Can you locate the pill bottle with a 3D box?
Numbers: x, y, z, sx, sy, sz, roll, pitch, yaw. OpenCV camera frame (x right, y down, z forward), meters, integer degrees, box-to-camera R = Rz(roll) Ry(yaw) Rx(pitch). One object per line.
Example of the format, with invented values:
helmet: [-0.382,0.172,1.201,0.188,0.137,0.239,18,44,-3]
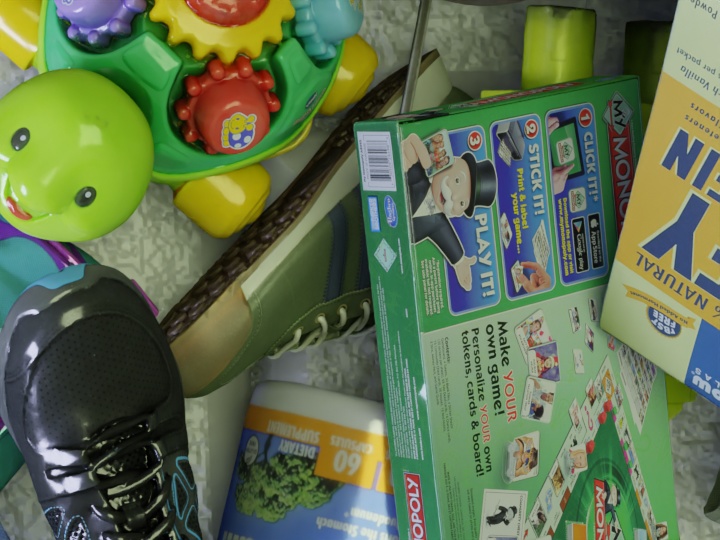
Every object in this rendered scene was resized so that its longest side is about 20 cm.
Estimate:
pill bottle: [-0.013,0.154,1.075,0.112,0.112,0.201,14,85,-13]

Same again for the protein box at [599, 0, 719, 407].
protein box: [0.216,-0.059,1.001,0.135,0.199,0.200,34,53,21]

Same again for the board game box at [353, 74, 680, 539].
board game box: [0.066,0.030,1.038,0.134,0.029,0.201,-13,101,-40]

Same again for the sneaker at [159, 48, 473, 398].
sneaker: [0.000,0.000,1.088,0.090,0.067,0.200,48,60,-12]

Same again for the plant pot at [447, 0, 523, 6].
plant pot: [0.064,-0.193,1.015,0.200,0.183,0.201,2,80,-10]

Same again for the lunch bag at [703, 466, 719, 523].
lunch bag: [0.262,0.055,1.139,0.164,0.118,0.200,32,51,-8]

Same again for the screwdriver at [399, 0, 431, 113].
screwdriver: [0.033,-0.122,1.104,0.029,0.028,0.201,14,65,-19]

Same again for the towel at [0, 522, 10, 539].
towel: [-0.201,0.188,1.014,0.024,0.147,0.200,32,66,33]

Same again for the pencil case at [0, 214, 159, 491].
pencil case: [-0.175,0.070,1.044,0.200,0.092,0.085,-51,126,-11]

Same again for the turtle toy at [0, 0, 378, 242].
turtle toy: [-0.079,-0.088,1.050,0.146,0.101,0.200,41,68,-4]

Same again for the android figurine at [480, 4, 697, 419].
android figurine: [0.100,-0.011,1.108,0.182,0.041,0.201,0,94,-40]

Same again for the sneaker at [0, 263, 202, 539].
sneaker: [-0.087,0.091,1.002,0.073,0.082,0.200,-21,122,-19]
